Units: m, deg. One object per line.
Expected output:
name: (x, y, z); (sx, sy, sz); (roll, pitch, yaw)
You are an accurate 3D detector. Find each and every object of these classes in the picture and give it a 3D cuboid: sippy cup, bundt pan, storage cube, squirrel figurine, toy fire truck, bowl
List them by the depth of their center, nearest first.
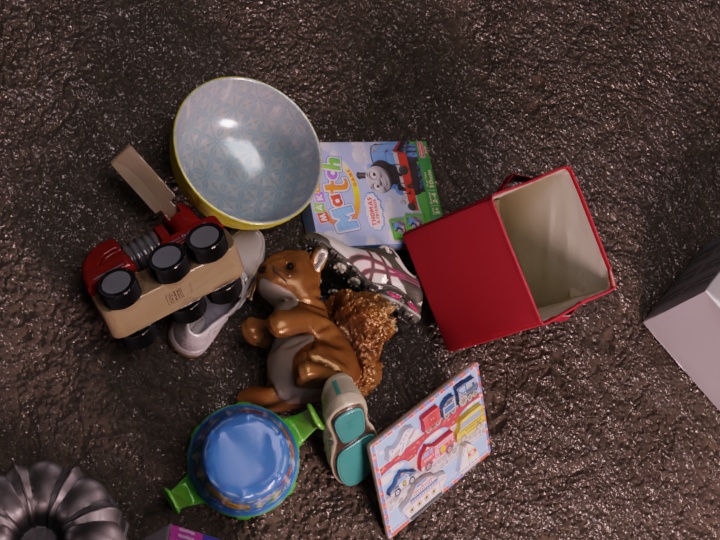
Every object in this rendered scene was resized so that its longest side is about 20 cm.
bundt pan: (-0.342, 0.291, 1.429); (0.201, 0.076, 0.202); (5, 58, -8)
sippy cup: (-0.134, 0.217, 1.545); (0.139, 0.130, 0.178); (25, 79, -1)
toy fire truck: (-0.259, -0.036, 1.605); (0.176, 0.129, 0.200); (-29, 46, -12)
squirrel figurine: (-0.055, 0.069, 1.672); (0.200, 0.141, 0.187); (6, 64, -35)
bowl: (-0.159, -0.134, 1.703); (0.200, 0.108, 0.201); (9, 67, -23)
storage cube: (0.195, -0.016, 1.769); (0.171, 0.180, 0.200); (-22, 90, -42)

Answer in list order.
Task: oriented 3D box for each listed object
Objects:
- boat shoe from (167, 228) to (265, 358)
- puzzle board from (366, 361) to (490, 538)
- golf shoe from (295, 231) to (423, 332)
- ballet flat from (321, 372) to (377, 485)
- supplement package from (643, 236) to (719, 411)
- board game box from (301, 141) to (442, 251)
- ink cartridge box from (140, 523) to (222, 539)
boat shoe: (-0.166, 0.018, 1.663); (0.071, 0.069, 0.200); (32, 59, -9)
puzzle board: (0.093, 0.227, 1.694); (0.200, 0.017, 0.151); (-34, 127, -33)
golf shoe: (0.000, 0.000, 1.755); (0.200, 0.077, 0.088); (37, 52, -26)
ballet flat: (-0.019, 0.189, 1.621); (0.069, 0.200, 0.070); (-1, 54, 1)
supplement package: (0.566, 0.064, 1.975); (0.191, 0.147, 0.200); (48, 57, -3)
board game box: (0.012, -0.100, 1.820); (0.200, 0.037, 0.152); (-4, 74, -27)
ink cartridge box: (-0.138, 0.329, 1.481); (0.196, 0.200, 0.043); (22, 63, -19)
